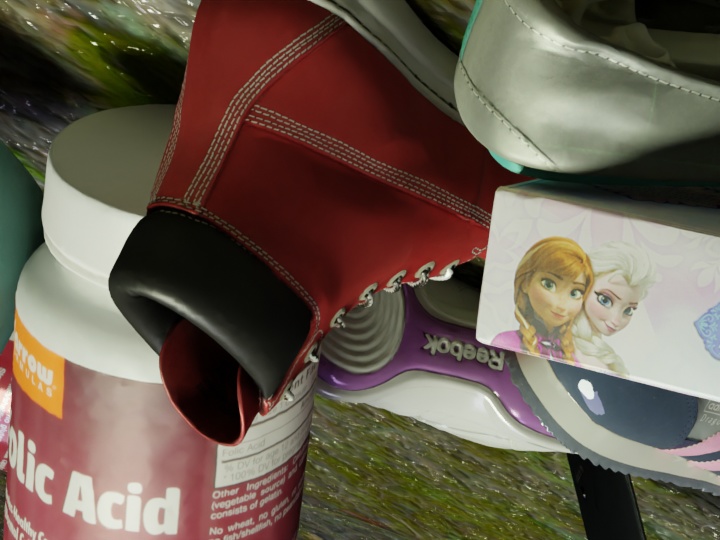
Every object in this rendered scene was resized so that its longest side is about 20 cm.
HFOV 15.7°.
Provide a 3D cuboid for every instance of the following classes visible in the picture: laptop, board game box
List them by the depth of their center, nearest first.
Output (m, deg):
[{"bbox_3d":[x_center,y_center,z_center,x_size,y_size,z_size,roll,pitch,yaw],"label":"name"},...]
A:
[{"bbox_3d":[0.160,0.007,0.664,0.200,0.041,0.199,13,-167,26],"label":"board game box"},{"bbox_3d":[0.174,0.149,1.198,0.200,0.116,0.187,21,167,5],"label":"laptop"}]

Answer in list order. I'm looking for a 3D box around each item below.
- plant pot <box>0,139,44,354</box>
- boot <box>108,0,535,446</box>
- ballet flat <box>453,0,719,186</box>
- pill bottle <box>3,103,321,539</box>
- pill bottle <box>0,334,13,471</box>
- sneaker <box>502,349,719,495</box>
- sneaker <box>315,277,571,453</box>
[{"bbox_3d":[-0.216,-0.011,0.985,0.201,0.161,0.201,41,170,9],"label":"plant pot"},{"bbox_3d":[0.000,0.000,0.826,0.072,0.144,0.200,6,162,39],"label":"boot"},{"bbox_3d":[0.124,-0.047,0.627,0.200,0.064,0.067,5,-147,-8],"label":"ballet flat"},{"bbox_3d":[-0.074,0.048,0.974,0.114,0.200,0.114,5,-152,-3],"label":"pill bottle"},{"bbox_3d":[-0.147,0.049,1.287,0.200,0.113,0.113,21,166,-8],"label":"pill bottle"},{"bbox_3d":[0.138,0.033,0.933,0.200,0.082,0.070,9,-136,-53],"label":"sneaker"},{"bbox_3d":[0.013,0.032,1.075,0.200,0.075,0.100,24,165,-15],"label":"sneaker"}]
